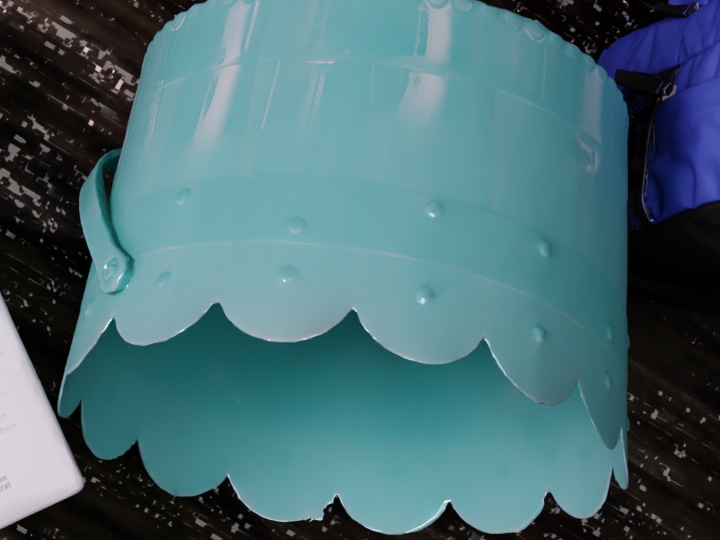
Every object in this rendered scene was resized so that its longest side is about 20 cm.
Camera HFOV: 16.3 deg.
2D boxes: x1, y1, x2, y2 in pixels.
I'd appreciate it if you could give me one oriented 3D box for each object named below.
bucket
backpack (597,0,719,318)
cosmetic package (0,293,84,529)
[{"bbox_3d":[0.000,0.000,0.872,0.207,0.207,0.135,14,67,-14],"label":"bucket"},{"bbox_3d":[0.178,-0.059,0.930,0.162,0.200,0.168,8,84,-14],"label":"backpack"},{"bbox_3d":[-0.175,0.000,0.880,0.071,0.101,0.200,-25,93,-16],"label":"cosmetic package"}]
